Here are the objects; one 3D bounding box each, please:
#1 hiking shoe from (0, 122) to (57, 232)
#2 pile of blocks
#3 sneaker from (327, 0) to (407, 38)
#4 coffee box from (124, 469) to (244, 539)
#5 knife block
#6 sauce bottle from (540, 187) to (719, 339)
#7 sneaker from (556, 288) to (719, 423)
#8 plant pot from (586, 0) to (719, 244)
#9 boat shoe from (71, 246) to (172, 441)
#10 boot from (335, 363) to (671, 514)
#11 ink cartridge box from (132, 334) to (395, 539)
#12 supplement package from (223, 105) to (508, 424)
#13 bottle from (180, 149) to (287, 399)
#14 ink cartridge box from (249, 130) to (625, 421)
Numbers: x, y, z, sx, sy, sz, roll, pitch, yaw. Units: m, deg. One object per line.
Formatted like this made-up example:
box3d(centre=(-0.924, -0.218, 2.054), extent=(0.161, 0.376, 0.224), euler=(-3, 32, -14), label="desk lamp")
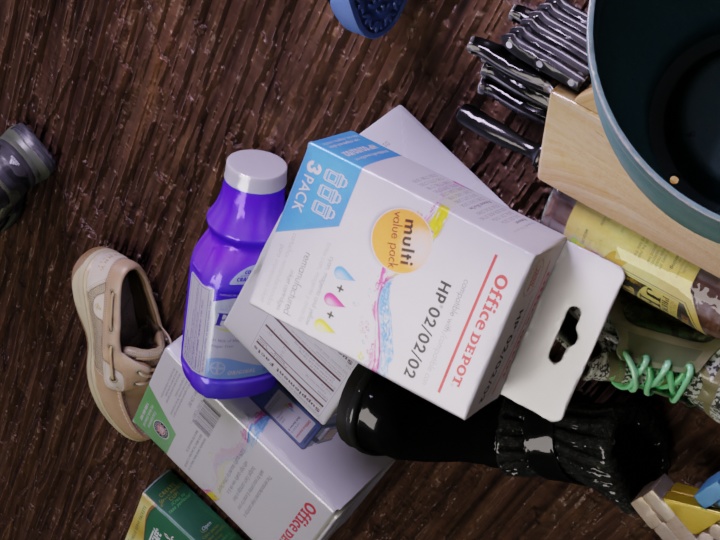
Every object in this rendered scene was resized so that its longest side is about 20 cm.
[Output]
box3d(centre=(-0.353, -0.065, 1.529), extent=(0.076, 0.101, 0.200), euler=(51, 145, -1), label="hiking shoe")
box3d(centre=(0.280, 0.158, 1.096), extent=(0.200, 0.062, 0.082), euler=(17, 122, 27), label="pile of blocks")
box3d(centre=(-0.022, -0.243, 1.046), extent=(0.078, 0.070, 0.200), euler=(17, 127, 42), label="sneaker")
box3d(centre=(-0.146, 0.302, 1.691), extent=(0.200, 0.044, 0.123), euler=(42, 144, 10), label="coffee box")
box3d(centre=(0.150, -0.073, 1.015), extent=(0.175, 0.064, 0.200), euler=(-15, 111, 52), label="knife block")
box3d(centre=(0.204, 0.001, 1.022), extent=(0.200, 0.065, 0.065), euler=(32, 141, 26), label="sauce bottle")
box3d(centre=(0.178, 0.057, 1.080), extent=(0.200, 0.089, 0.077), euler=(34, 142, 20), label="sneaker")
box3d(centre=(0.208, -0.093, 0.848), extent=(0.200, 0.200, 0.134), euler=(41, 170, 11), label="plant pot")
box3d(centre=(-0.206, 0.075, 1.525), extent=(0.064, 0.071, 0.200), euler=(16, 131, 39), label="boat shoe")
box3d(centre=(0.101, 0.107, 1.144), extent=(0.158, 0.211, 0.080), euler=(19, 98, 41), label="boot")
box3d(centre=(-0.085, 0.145, 1.446), extent=(0.200, 0.087, 0.145), euler=(45, 145, 10), label="ink cartridge box")
box3d(centre=(0.000, 0.000, 1.199), extent=(0.110, 0.114, 0.200), euler=(44, 145, 9), label="supplement package")
box3d(centre=(-0.091, 0.004, 1.318), extent=(0.065, 0.083, 0.200), euler=(49, 138, 47), label="bottle")
box3d(centre=(0.046, 0.010, 1.034), extent=(0.200, 0.068, 0.115), euler=(27, 109, 17), label="ink cartridge box")
